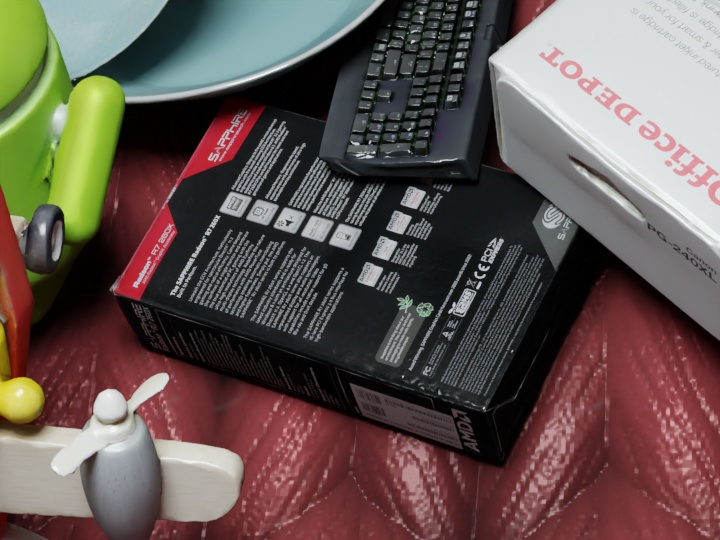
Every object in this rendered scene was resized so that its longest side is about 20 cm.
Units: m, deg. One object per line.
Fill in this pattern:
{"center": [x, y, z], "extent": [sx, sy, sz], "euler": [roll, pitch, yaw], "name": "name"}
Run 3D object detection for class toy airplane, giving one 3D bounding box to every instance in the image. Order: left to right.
{"center": [-0.179, 0.075, 1.022], "extent": [0.200, 0.199, 0.141], "euler": [-38, 7, 17], "name": "toy airplane"}

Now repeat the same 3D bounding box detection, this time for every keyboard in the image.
{"center": [0.055, -0.112, 1.167], "extent": [0.126, 0.021, 0.201], "euler": [2, 42, 10], "name": "keyboard"}

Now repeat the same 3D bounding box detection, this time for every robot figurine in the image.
{"center": [-0.188, -0.065, 1.116], "extent": [0.174, 0.201, 0.116], "euler": [11, 51, 20], "name": "robot figurine"}

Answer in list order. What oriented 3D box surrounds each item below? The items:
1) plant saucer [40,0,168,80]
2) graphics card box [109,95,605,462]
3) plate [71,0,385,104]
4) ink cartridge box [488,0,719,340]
{"center": [-0.142, -0.187, 1.202], "extent": [0.200, 0.039, 0.203], "euler": [-6, 79, 32], "name": "plant saucer"}
{"center": [0.000, 0.000, 1.118], "extent": [0.199, 0.051, 0.126], "euler": [15, 60, 25], "name": "graphics card box"}
{"center": [-0.064, -0.134, 1.214], "extent": [0.199, 0.026, 0.201], "euler": [-14, 34, 9], "name": "plate"}
{"center": [0.175, -0.088, 1.064], "extent": [0.200, 0.084, 0.145], "euler": [-41, 64, -17], "name": "ink cartridge box"}
